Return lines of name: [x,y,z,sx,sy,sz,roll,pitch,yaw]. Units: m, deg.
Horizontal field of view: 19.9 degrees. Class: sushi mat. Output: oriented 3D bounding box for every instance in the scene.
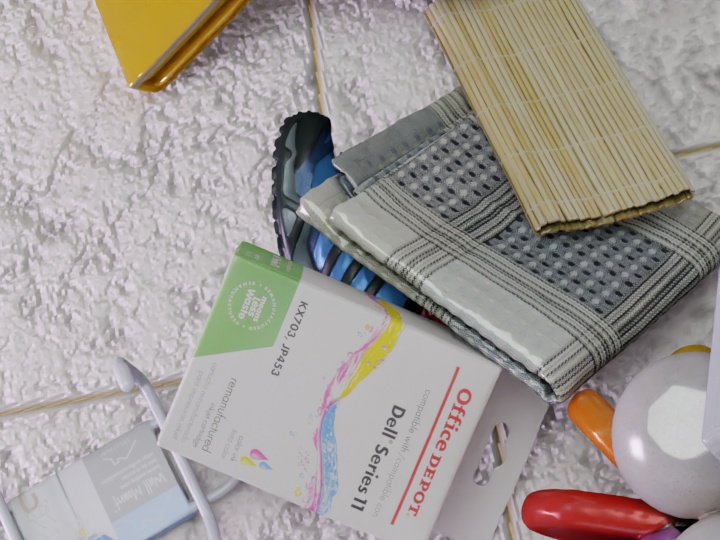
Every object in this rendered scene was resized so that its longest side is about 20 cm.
sushi mat: [0.113,-0.100,1.199,0.095,0.012,0.201,-13,49,-11]

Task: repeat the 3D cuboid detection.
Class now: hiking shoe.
hiking shoe: [0.000,0.000,1.211,0.086,0.074,0.201,-11,80,7]

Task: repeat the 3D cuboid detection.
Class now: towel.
towel: [0.091,-0.031,1.161,0.200,0.035,0.192,35,49,23]

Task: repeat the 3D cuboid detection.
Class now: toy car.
toy car: [0.160,0.145,1.060,0.149,0.175,0.201,-18,69,12]

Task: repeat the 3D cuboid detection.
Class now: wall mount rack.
wall mount rack: [-0.149,0.155,1.187,0.199,0.075,0.174,-30,67,3]

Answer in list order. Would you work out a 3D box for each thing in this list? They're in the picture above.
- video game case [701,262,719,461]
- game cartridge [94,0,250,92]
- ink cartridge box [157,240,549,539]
video game case: [0.240,0.064,1.035,0.022,0.182,0.201,-30,29,35]
game cartridge: [-0.118,-0.244,1.296,0.176,0.032,0.201,-40,60,35]
ink cartridge box: [0.002,0.077,1.131,0.199,0.067,0.118,22,95,-3]
